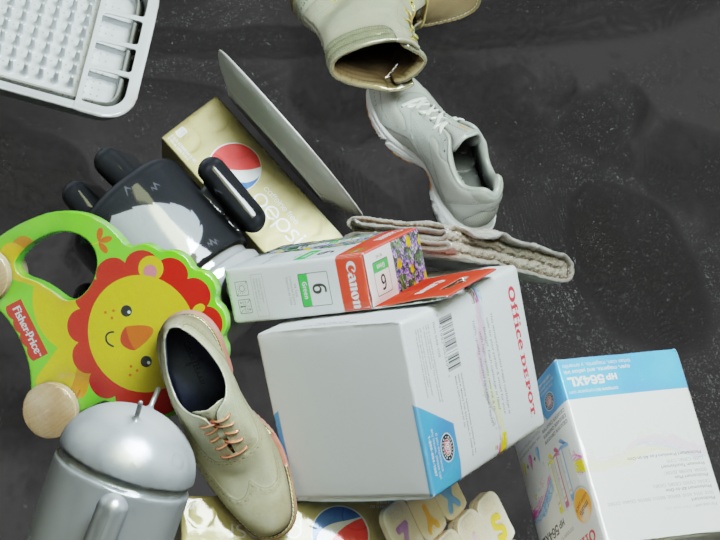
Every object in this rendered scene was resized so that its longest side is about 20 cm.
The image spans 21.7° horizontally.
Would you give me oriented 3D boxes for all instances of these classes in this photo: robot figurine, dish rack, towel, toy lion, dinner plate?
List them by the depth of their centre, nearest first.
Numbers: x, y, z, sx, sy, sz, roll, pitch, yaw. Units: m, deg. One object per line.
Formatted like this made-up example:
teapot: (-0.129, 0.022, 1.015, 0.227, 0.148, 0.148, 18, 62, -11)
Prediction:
robot figurine: (-0.200, 0.191, 1.495, 0.112, 0.170, 0.201, 19, 97, -9)
toy lion: (-0.212, 0.037, 1.569, 0.191, 0.069, 0.201, -28, 89, 5)
robot figurine: (-0.171, -0.017, 1.646, 0.200, 0.150, 0.125, 47, 46, 9)
towel: (0.089, -0.019, 1.693, 0.199, 0.132, 0.035, 14, 85, -53)
dinner plate: (-0.070, -0.119, 1.715, 0.024, 0.200, 0.200, -42, 79, 0)
dish rack: (-0.299, -0.223, 1.769, 0.199, 0.044, 0.173, 15, 59, -11)

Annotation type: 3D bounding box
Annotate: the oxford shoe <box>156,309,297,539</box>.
oxford shoe: (-0.114, 0.129, 1.508, 0.070, 0.074, 0.201, -29, 90, 5)

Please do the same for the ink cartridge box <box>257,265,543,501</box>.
ink cartridge box: (0.039, 0.092, 1.578, 0.200, 0.145, 0.148, -23, 104, -55)

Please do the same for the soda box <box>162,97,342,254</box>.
soda box: (-0.094, -0.057, 1.717, 0.068, 0.064, 0.200, -38, 78, -17)

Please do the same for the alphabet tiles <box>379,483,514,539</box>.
alphabet tiles: (0.087, 0.266, 1.578, 0.200, 0.015, 0.197, -33, 99, -55)

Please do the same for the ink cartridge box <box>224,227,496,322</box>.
ink cartridge box: (0.000, 0.000, 1.563, 0.109, 0.199, 0.051, -26, 106, -61)

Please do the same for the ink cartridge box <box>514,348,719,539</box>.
ink cartridge box: (0.229, 0.191, 1.666, 0.124, 0.129, 0.201, -3, 62, -20)

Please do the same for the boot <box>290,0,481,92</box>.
boot: (0.044, -0.240, 1.844, 0.199, 0.072, 0.155, -7, 37, -16)

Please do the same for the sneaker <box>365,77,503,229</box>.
sneaker: (0.080, -0.131, 1.817, 0.075, 0.092, 0.201, -26, 72, -28)

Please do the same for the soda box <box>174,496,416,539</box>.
soda box: (-0.056, 0.230, 1.570, 0.198, 0.064, 0.068, 2, 65, -11)
